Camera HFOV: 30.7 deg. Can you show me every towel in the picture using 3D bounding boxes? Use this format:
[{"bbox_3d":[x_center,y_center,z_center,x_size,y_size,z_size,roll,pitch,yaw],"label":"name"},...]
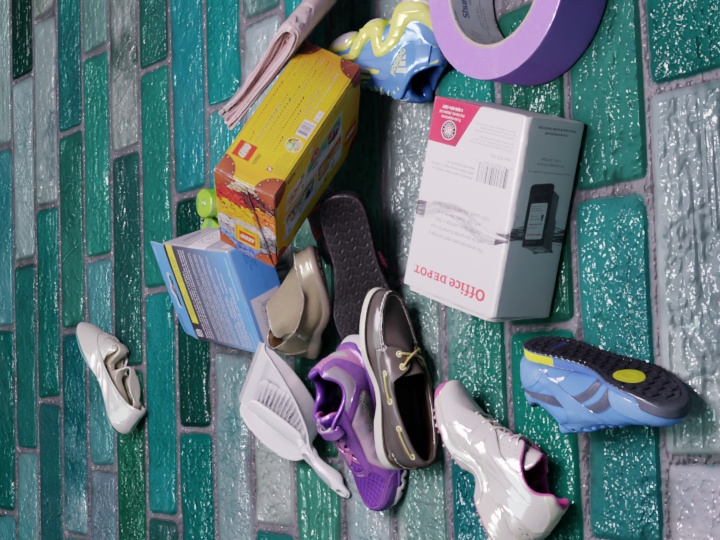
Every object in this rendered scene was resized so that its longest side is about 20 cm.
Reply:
[{"bbox_3d":[-0.080,-0.277,1.545,0.191,0.032,0.201,-43,12,47],"label":"towel"}]

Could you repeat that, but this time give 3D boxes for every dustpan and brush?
[{"bbox_3d":[-0.078,0.198,1.603,0.199,0.057,0.140,37,138,12],"label":"dustpan and brush"}]

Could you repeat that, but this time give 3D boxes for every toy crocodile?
[{"bbox_3d":[-0.190,-0.047,1.760,0.062,0.067,0.202,42,121,43],"label":"toy crocodile"}]

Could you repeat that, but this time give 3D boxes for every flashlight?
[{"bbox_3d":[-0.048,-0.089,1.582,0.068,0.067,0.201,82,164,-49],"label":"flashlight"}]

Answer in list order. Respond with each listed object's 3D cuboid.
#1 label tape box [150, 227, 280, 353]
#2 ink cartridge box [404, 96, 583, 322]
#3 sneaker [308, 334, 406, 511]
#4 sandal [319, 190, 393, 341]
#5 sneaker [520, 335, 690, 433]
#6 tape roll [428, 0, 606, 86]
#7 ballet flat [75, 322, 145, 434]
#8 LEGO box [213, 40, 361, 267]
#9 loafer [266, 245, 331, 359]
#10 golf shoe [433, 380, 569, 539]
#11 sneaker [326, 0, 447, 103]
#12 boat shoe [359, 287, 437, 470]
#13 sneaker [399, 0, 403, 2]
[{"bbox_3d":[-0.180,0.021,1.704,0.199,0.066,0.145,9,122,53],"label":"label tape box"},{"bbox_3d":[0.131,-0.063,1.323,0.145,0.083,0.202,22,107,51],"label":"ink cartridge box"},{"bbox_3d":[-0.011,0.179,1.481,0.080,0.088,0.202,-6,99,47],"label":"sneaker"},{"bbox_3d":[0.000,0.000,1.495,0.074,0.045,0.202,-6,111,11],"label":"sandal"},{"bbox_3d":[0.226,0.121,1.216,0.199,0.065,0.079,18,114,52],"label":"sneaker"},{"bbox_3d":[0.155,-0.289,1.315,0.199,0.065,0.203,-2,87,54],"label":"tape roll"},{"bbox_3d":[-0.375,0.153,2.011,0.070,0.069,0.201,-49,56,40],"label":"ballet flat"},{"bbox_3d":[-0.079,-0.130,1.475,0.077,0.201,0.149,26,153,11],"label":"LEGO box"},{"bbox_3d":[-0.076,0.046,1.546,0.201,0.067,0.076,98,162,-53],"label":"loafer"},{"bbox_3d":[0.143,0.186,1.324,0.091,0.075,0.201,-42,58,25],"label":"golf shoe"},{"bbox_3d":[0.025,-0.224,1.476,0.199,0.075,0.106,-30,66,47],"label":"sneaker"},{"bbox_3d":[0.048,0.117,1.443,0.060,0.071,0.204,-9,89,48],"label":"boat shoe"},{"bbox_3d":[0.086,-0.379,1.406,0.099,0.069,0.202,34,116,45],"label":"sneaker"}]
